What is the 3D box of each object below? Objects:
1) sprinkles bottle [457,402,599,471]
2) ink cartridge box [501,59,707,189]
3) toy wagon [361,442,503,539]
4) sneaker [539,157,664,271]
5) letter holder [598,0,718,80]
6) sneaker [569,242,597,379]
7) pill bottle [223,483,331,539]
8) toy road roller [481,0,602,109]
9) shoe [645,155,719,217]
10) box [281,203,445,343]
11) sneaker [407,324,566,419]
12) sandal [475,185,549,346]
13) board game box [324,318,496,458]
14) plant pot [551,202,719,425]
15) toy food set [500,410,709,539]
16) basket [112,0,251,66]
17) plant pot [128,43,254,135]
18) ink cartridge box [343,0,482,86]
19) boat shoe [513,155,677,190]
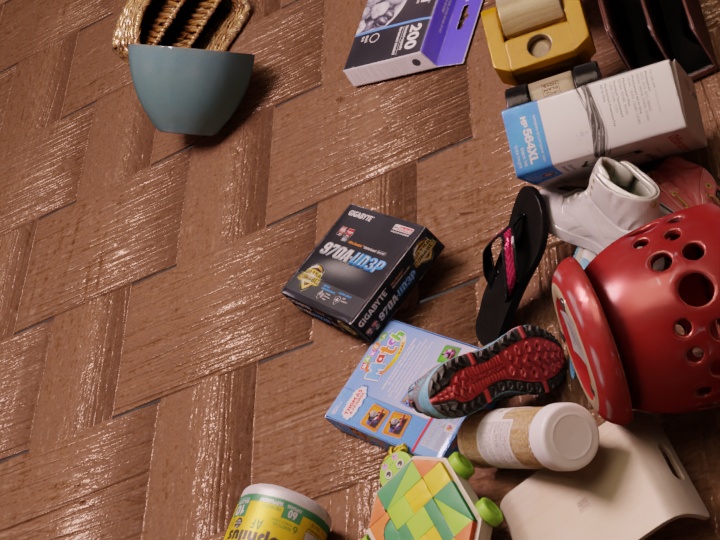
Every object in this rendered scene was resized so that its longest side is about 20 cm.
[{"bbox_3d":[0.172,0.176,1.485,0.068,0.068,0.200,-59,15,-18],"label":"sprinkles bottle"},{"bbox_3d":[0.281,-0.162,1.610,0.200,0.146,0.084,-15,81,22],"label":"ink cartridge box"},{"bbox_3d":[0.064,0.267,1.546,0.155,0.040,0.200,-45,46,15],"label":"toy wagon"},{"bbox_3d":[0.267,-0.083,1.589,0.074,0.116,0.200,-23,34,-28],"label":"sneaker"},{"bbox_3d":[0.364,-0.342,1.785,0.100,0.142,0.200,-24,43,22],"label":"letter holder"},{"bbox_3d":[0.275,0.041,1.587,0.081,0.077,0.200,-1,47,10],"label":"sneaker"},{"bbox_3d":[-0.115,0.353,1.595,0.113,0.113,0.200,-2,55,38],"label":"pill bottle"},{"bbox_3d":[0.240,-0.251,1.777,0.123,0.146,0.200,-17,71,15],"label":"toy road roller"},{"bbox_3d":[0.381,-0.056,1.575,0.091,0.072,0.200,-36,48,-11],"label":"shoe"},{"bbox_3d":[0.000,0.000,1.836,0.159,0.046,0.200,-51,30,-10],"label":"box"},{"bbox_3d":[0.137,0.114,1.574,0.096,0.200,0.079,-21,82,59],"label":"sneaker"},{"bbox_3d":[0.168,-0.003,1.650,0.075,0.045,0.200,44,119,60],"label":"sandal"},{"bbox_3d":[0.069,0.147,1.683,0.200,0.037,0.151,17,67,45],"label":"board game box"},{"bbox_3d":[0.301,0.054,1.417,0.182,0.201,0.201,-20,42,1],"label":"plant pot"},{"bbox_3d":[0.244,0.251,1.441,0.200,0.060,0.144,-40,39,17],"label":"toy food set"},{"bbox_3d":[-0.311,-0.425,2.413,0.149,0.143,0.200,12,65,46],"label":"basket"},{"bbox_3d":[-0.273,-0.286,2.251,0.200,0.200,0.135,12,102,45],"label":"plant pot"},{"bbox_3d":[0.086,-0.378,2.125,0.200,0.043,0.198,-6,52,34],"label":"ink cartridge box"},{"bbox_3d":[0.290,-0.132,1.719,0.200,0.065,0.073,5,85,23],"label":"boat shoe"}]
